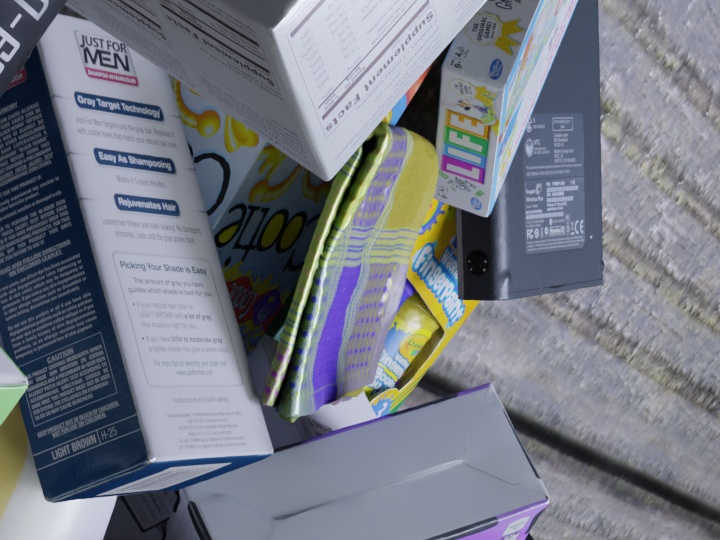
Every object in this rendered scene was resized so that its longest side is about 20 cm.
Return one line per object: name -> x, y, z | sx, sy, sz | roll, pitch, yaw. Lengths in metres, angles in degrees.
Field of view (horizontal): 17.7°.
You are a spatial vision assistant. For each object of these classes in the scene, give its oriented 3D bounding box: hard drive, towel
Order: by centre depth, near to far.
towel -> 0.000, 0.000, 1.099 | 0.200, 0.023, 0.144 | 8, 101, -81
hard drive -> 0.099, -0.088, 1.342 | 0.139, 0.033, 0.201 | -6, 96, -58

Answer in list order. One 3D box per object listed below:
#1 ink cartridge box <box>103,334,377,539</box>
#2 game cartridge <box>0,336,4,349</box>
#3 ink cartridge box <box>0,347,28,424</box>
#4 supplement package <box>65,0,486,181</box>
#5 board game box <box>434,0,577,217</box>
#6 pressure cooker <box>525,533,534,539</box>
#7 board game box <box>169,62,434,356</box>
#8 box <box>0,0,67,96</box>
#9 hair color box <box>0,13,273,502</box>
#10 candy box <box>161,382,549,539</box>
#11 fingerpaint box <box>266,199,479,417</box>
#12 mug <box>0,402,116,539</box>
ink cartridge box -> -0.088, 0.127, 1.217 | 0.199, 0.085, 0.146 | -32, 156, 12
game cartridge -> -0.225, 0.077, 1.075 | 0.200, 0.038, 0.130 | -46, 149, -21
ink cartridge box -> -0.241, 0.068, 0.863 | 0.200, 0.146, 0.084 | -52, 157, 17
supplement package -> -0.047, -0.164, 0.907 | 0.156, 0.200, 0.111 | -49, 154, -15
board game box -> 0.089, -0.146, 1.209 | 0.135, 0.034, 0.201 | 91, 21, -63
pressure cooker -> 0.028, 0.249, 1.562 | 0.200, 0.178, 0.177 | 80, 19, -55
board game box -> -0.058, -0.076, 1.103 | 0.201, 0.105, 0.103 | -58, 155, 3
box -> -0.151, -0.136, 0.738 | 0.200, 0.157, 0.050 | -54, 155, -3
hair color box -> -0.111, -0.006, 0.996 | 0.060, 0.201, 0.100 | -21, 168, 26
candy box -> -0.017, 0.152, 1.145 | 0.167, 0.072, 0.200 | -16, 154, -23
fingerpaint box -> -0.013, 0.015, 1.327 | 0.167, 0.073, 0.200 | -52, 155, -8
mug -> -0.186, 0.118, 0.999 | 0.154, 0.149, 0.187 | -63, 162, -4
